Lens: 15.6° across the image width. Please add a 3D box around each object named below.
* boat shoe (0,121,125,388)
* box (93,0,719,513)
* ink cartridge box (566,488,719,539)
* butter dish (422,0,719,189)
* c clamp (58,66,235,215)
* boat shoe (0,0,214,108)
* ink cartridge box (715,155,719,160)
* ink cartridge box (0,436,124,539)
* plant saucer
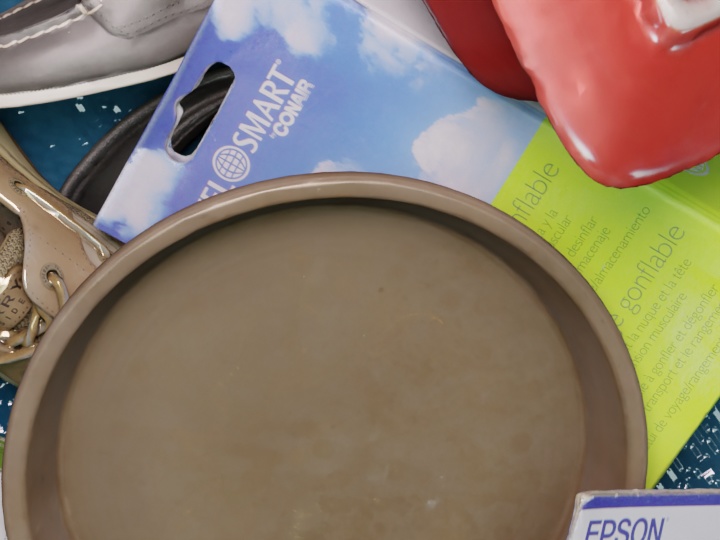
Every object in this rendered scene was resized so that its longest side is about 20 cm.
[{"bbox_3d":[-0.111,0.009,0.867,0.200,0.065,0.071,40,111,0],"label":"boat shoe"},{"bbox_3d":[0.030,-0.015,0.837,0.199,0.048,0.122,31,120,-2],"label":"box"},{"bbox_3d":[0.101,0.164,0.851,0.199,0.040,0.201,5,95,-47],"label":"ink cartridge box"},{"bbox_3d":[0.068,-0.134,0.769,0.200,0.148,0.200,-28,96,-32],"label":"butter dish"},{"bbox_3d":[0.000,0.000,0.895,0.200,0.027,0.171,36,105,-2],"label":"c clamp"},{"bbox_3d":[-0.045,-0.103,0.870,0.199,0.067,0.057,-14,109,-9],"label":"boat shoe"},{"bbox_3d":[0.183,-0.057,0.877,0.200,0.086,0.148,37,92,-6],"label":"ink cartridge box"},{"bbox_3d":[-0.089,0.144,0.888,0.199,0.076,0.148,18,93,-35],"label":"ink cartridge box"},{"bbox_3d":[-0.011,0.060,0.812,0.199,0.029,0.201,-3,112,-6],"label":"plant saucer"}]
